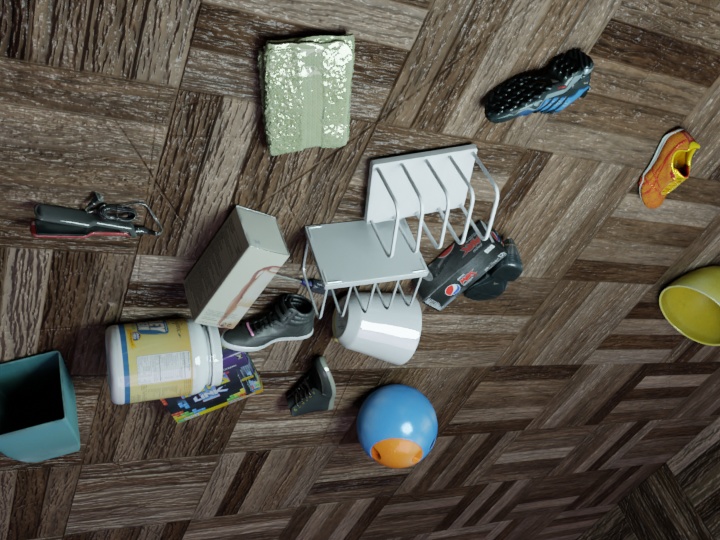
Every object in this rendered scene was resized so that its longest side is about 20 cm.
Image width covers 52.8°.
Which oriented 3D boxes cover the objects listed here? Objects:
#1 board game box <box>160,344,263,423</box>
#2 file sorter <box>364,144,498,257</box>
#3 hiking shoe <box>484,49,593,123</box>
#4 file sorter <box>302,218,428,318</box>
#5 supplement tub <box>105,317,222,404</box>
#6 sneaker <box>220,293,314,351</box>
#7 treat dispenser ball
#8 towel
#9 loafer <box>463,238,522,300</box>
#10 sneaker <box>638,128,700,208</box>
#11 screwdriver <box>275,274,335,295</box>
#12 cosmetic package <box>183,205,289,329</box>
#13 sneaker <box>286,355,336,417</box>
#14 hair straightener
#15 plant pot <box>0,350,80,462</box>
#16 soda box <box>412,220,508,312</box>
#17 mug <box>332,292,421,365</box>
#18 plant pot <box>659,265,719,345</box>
[{"bbox_3d":[-0.321,0.228,1.520,0.198,0.057,0.166,-20,142,-4],"label":"board game box"},{"bbox_3d":[0.124,-0.117,1.286,0.198,0.125,0.140,-11,139,-15],"label":"file sorter"},{"bbox_3d":[0.307,-0.289,1.232,0.199,0.075,0.087,-25,140,1],"label":"hiking shoe"},{"bbox_3d":[0.000,0.000,1.359,0.198,0.140,0.125,-7,142,-20],"label":"file sorter"},{"bbox_3d":[-0.367,0.165,1.354,0.198,0.145,0.145,-5,138,-22],"label":"supplement tub"},{"bbox_3d":[-0.179,0.097,1.437,0.198,0.071,0.100,-9,137,-27],"label":"sneaker"},{"bbox_3d":[0.090,0.381,1.782,0.199,0.202,0.202,-14,140,-12],"label":"treat dispenser ball"},{"bbox_3d":[-0.081,-0.262,1.100,0.147,0.037,0.201,-11,139,-14],"label":"towel"},{"bbox_3d":[0.285,0.004,1.557,0.072,0.073,0.200,16,150,-18],"label":"loafer"},{"bbox_3d":[0.634,-0.196,1.501,0.072,0.078,0.201,-16,142,-12],"label":"sneaker"},{"bbox_3d":[-0.126,0.015,1.400,0.199,0.028,0.029,23,92,-41],"label":"screwdriver"},{"bbox_3d":[-0.221,-0.002,1.274,0.087,0.104,0.200,14,130,-39],"label":"cosmetic package"},{"bbox_3d":[-0.116,0.275,1.657,0.105,0.075,0.201,-15,142,-14],"label":"sneaker"},{"bbox_3d":[-0.407,-0.081,1.138,0.198,0.041,0.077,6,133,-31],"label":"hair straightener"},{"bbox_3d":[-0.605,0.275,1.373,0.140,0.142,0.201,-14,148,-11],"label":"plant pot"},{"bbox_3d":[0.204,-0.008,1.501,0.063,0.071,0.200,27,121,-40],"label":"soda box"},{"bbox_3d":[0.018,0.125,1.509,0.152,0.150,0.188,11,124,-25],"label":"mug"},{"bbox_3d":[0.898,0.071,1.869,0.142,0.199,0.201,-43,146,-20],"label":"plant pot"}]
